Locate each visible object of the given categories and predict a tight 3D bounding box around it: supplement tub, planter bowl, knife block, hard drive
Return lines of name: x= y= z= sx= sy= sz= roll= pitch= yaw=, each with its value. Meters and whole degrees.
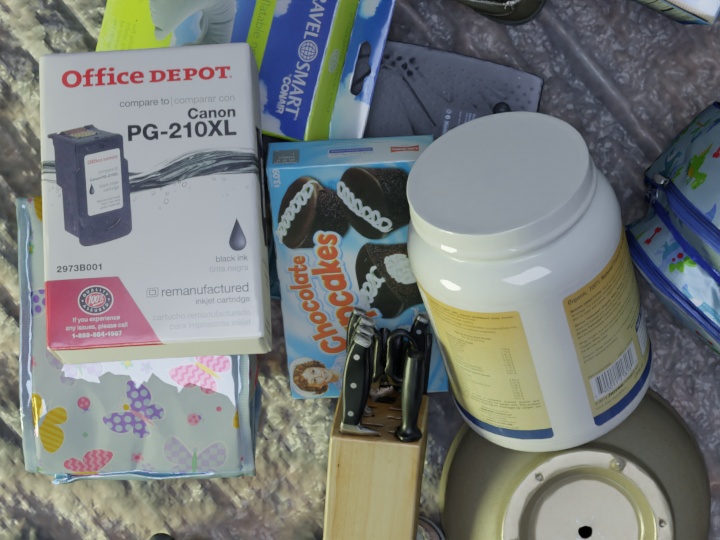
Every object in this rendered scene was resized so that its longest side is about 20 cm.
supplement tub: x=0.112 y=0.008 z=1.520 sx=0.144 sy=0.145 sz=0.200 roll=-16 pitch=130 yaw=2
planter bowl: x=0.157 y=0.175 z=1.602 sx=0.199 sy=0.135 sz=0.201 roll=0 pitch=95 yaw=1
knife block: x=0.010 y=0.132 z=1.559 sx=0.064 sy=0.176 sz=0.201 roll=6 pitch=72 yaw=5
hard drive: x=0.023 y=-0.096 z=1.629 sx=0.199 sy=0.042 sz=0.136 roll=10 pitch=94 yaw=2

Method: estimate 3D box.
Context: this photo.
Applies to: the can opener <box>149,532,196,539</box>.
can opener: x=-0.151 y=0.295 z=1.651 sx=0.053 sy=0.067 sz=0.201 roll=12 pitch=95 yaw=0

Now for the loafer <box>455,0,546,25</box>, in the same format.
loafer: x=0.045 y=-0.239 z=1.604 sx=0.199 sy=0.070 sz=0.075 roll=24 pitch=95 yaw=-1

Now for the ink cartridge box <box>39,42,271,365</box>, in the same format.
ink cartridge box: x=-0.136 y=-0.045 z=1.511 sx=0.144 sy=0.084 sz=0.201 roll=-3 pitch=80 yaw=1

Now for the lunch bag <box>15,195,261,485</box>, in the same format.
lunch bag: x=-0.156 y=0.049 z=1.605 sx=0.169 sy=0.127 sz=0.201 roll=-3 pitch=83 yaw=2

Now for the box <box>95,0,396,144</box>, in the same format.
box: x=-0.084 y=-0.164 z=1.594 sx=0.199 sy=0.048 sz=0.122 roll=16 pitch=96 yaw=20

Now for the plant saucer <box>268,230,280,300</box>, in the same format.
plant saucer: x=0.031 y=0.006 z=1.640 sx=0.199 sy=0.019 sz=0.070 roll=13 pitch=117 yaw=1

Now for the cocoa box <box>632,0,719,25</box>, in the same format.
cocoa box: x=0.218 y=-0.282 z=1.543 sx=0.131 sy=0.133 sz=0.201 roll=26 pitch=95 yaw=-3

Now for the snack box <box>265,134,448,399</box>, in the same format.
snack box: x=0.000 y=0.000 z=1.594 sx=0.116 sy=0.037 sz=0.201 roll=-3 pitch=125 yaw=3

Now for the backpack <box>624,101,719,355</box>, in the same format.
backpack: x=0.275 y=-0.014 z=1.552 sx=0.183 sy=0.200 sz=0.147 roll=42 pitch=94 yaw=-3

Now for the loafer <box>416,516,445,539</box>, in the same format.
loafer: x=-0.005 y=0.267 z=1.640 sx=0.072 sy=0.063 sz=0.200 roll=34 pitch=96 yaw=23
